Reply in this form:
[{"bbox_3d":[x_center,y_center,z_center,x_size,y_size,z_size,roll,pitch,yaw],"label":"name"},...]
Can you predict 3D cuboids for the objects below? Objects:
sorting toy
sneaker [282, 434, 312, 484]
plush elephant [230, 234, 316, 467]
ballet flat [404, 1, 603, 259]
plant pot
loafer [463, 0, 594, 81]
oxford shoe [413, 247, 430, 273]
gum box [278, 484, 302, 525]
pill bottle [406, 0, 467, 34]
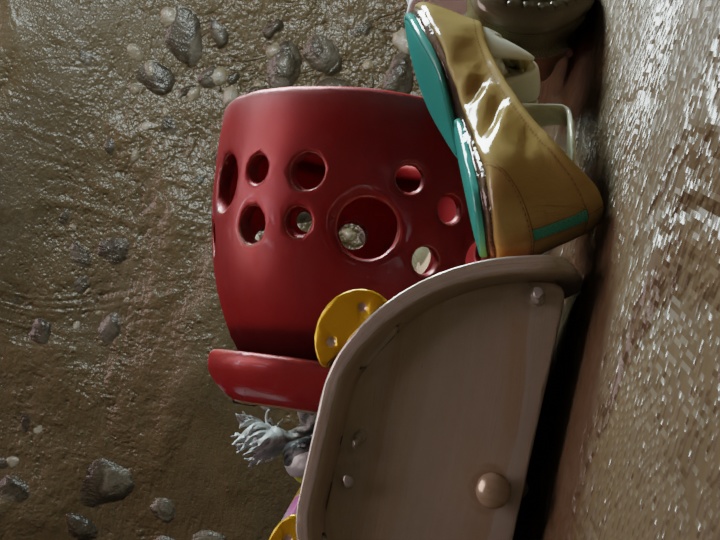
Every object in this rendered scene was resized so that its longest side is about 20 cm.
[{"bbox_3d":[0.042,0.096,0.569,0.180,0.106,0.203,28,-105,-71],"label":"sorting toy"},{"bbox_3d":[0.010,0.152,0.840,0.200,0.075,0.077,29,-135,-62],"label":"sneaker"},{"bbox_3d":[-0.030,0.052,0.912,0.166,0.198,0.156,96,151,-53],"label":"plush elephant"},{"bbox_3d":[0.068,-0.074,0.577,0.201,0.062,0.069,-103,-1,-48],"label":"ballet flat"},{"bbox_3d":[0.000,0.000,0.730,0.200,0.198,0.185,110,168,-85],"label":"plant pot"},{"bbox_3d":[0.098,-0.146,0.705,0.200,0.075,0.068,-52,-24,-68],"label":"loafer"},{"bbox_3d":[0.084,-0.050,0.953,0.075,0.070,0.203,3,79,65],"label":"oxford shoe"},{"bbox_3d":[-0.037,0.199,0.678,0.114,0.066,0.200,-62,-2,-29],"label":"gum box"},{"bbox_3d":[0.093,-0.238,0.893,0.201,0.113,0.115,-78,1,-45],"label":"pill bottle"}]
